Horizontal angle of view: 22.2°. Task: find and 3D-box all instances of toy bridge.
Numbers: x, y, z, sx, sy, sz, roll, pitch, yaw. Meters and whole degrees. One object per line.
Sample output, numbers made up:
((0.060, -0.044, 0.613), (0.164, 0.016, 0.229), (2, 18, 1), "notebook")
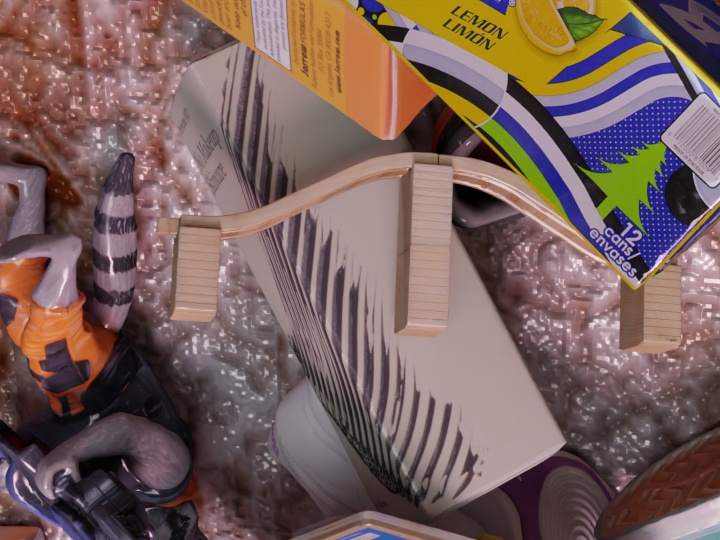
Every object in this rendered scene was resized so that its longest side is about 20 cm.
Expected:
((0.023, -0.009, 0.688), (0.199, 0.027, 0.068), (5, 80, -10), "toy bridge")

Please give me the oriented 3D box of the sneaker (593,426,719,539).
((0.199, 0.098, 0.767), (0.199, 0.071, 0.080), (-24, 103, 17), "sneaker")

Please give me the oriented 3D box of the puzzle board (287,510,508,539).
((0.004, 0.139, 0.768), (0.150, 0.017, 0.200), (21, 148, -31), "puzzle board")

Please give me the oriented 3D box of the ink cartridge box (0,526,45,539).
((-0.239, 0.213, 0.957), (0.199, 0.050, 0.163), (-1, 113, 24), "ink cartridge box")

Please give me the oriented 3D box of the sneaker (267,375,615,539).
((0.046, 0.110, 0.829), (0.200, 0.075, 0.100), (40, 140, -7), "sneaker")

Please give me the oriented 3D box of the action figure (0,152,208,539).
((-0.108, 0.058, 0.806), (0.104, 0.200, 0.194), (-28, 118, -22), "action figure")

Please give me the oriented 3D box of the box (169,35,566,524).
((0.000, 0.000, 0.738), (0.068, 0.082, 0.201), (-27, 86, -15), "box")

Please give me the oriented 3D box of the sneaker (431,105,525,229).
((0.108, -0.073, 0.715), (0.200, 0.082, 0.077), (-39, 99, 25), "sneaker")

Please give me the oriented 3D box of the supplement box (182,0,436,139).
((-0.044, -0.137, 0.694), (0.200, 0.067, 0.069), (35, 155, 22), "supplement box")

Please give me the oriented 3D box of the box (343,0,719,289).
((0.043, -0.092, 0.555), (0.200, 0.070, 0.064), (46, 120, 8), "box")
